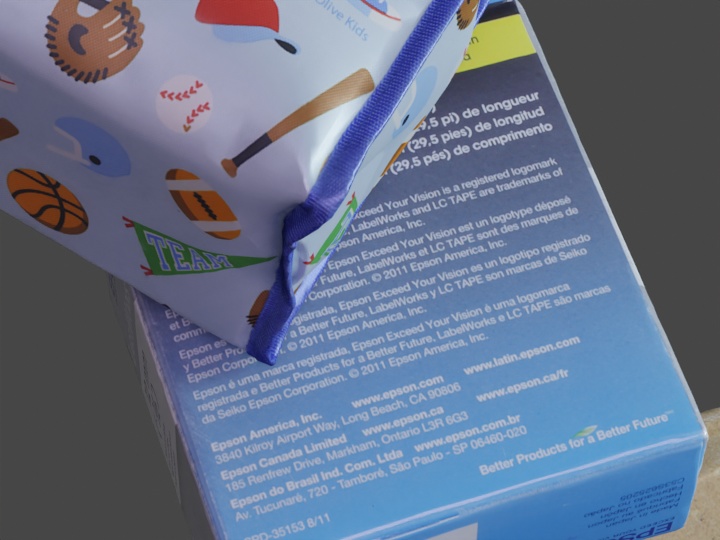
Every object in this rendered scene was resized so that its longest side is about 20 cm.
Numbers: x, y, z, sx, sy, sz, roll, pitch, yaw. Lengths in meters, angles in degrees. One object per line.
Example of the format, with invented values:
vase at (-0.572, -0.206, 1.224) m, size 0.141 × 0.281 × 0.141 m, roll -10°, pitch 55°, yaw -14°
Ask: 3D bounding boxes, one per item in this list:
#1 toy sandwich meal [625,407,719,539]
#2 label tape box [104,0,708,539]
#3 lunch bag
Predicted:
toy sandwich meal at (0.113, 0.128, 0.931) m, size 0.205 × 0.070 × 0.206 m, roll -2°, pitch 96°, yaw -19°
label tape box at (0.000, 0.000, 0.882) m, size 0.143 × 0.066 × 0.200 m, roll -16°, pitch 59°, yaw -10°
lunch bag at (-0.040, -0.109, 0.830) m, size 0.170 × 0.124 × 0.200 m, roll 32°, pitch 61°, yaw 2°
